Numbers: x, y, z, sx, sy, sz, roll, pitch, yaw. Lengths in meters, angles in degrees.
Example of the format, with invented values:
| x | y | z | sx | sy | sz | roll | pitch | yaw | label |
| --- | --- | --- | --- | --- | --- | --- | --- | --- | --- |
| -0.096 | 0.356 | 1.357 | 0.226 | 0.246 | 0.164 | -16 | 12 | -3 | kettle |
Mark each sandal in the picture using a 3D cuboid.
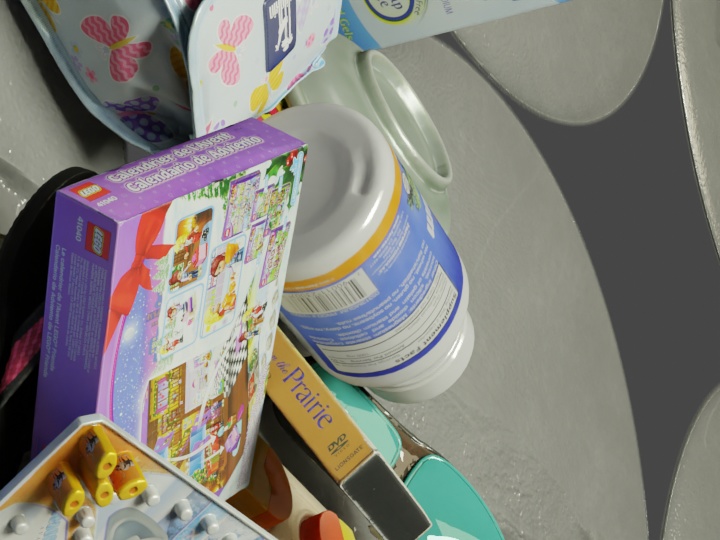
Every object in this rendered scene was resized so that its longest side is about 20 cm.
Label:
| x | y | z | sx | sy | sz | roll | pitch | yaw | label |
| --- | --- | --- | --- | --- | --- | --- | --- | --- | --- |
| -0.148 | 0.047 | 0.741 | 0.075 | 0.045 | 0.202 | 57 | 45 | -57 | sandal |

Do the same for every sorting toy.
| x | y | z | sx | sy | sz | roll | pitch | yaw | label |
| --- | --- | --- | --- | --- | --- | --- | --- | --- | --- |
| -0.040 | 0.177 | 0.940 | 0.185 | 0.036 | 0.201 | 50 | 18 | -37 | sorting toy |

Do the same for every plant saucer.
| x | y | z | sx | sy | sz | roll | pitch | yaw | label |
| --- | --- | --- | --- | --- | --- | --- | --- | --- | --- |
| 0.015 | -0.093 | 1.098 | 0.201 | 0.050 | 0.201 | 51 | 19 | -24 | plant saucer |

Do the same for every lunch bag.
| x | y | z | sx | sy | sz | roll | pitch | yaw | label |
| --- | --- | --- | --- | --- | --- | --- | --- | --- | --- |
| -0.097 | -0.179 | 0.909 | 0.170 | 0.126 | 0.201 | -44 | 113 | -44 | lunch bag |

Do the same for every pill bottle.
| x | y | z | sx | sy | sz | roll | pitch | yaw | label |
| --- | --- | --- | --- | --- | --- | --- | --- | --- | --- |
| 0.000 | 0.000 | 0.957 | 0.200 | 0.111 | 0.113 | 52 | 40 | -53 | pill bottle |

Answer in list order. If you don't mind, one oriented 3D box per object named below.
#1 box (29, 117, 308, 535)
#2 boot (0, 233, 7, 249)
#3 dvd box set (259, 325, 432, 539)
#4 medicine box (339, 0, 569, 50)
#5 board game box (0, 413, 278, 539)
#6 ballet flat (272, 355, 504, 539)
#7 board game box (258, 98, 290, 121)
| x | y | z | sx | sy | sz | roll | pitch | yaw | label |
| --- | --- | --- | --- | --- | --- | --- | --- | --- | --- |
| -0.093 | 0.040 | 0.759 | 0.136 | 0.039 | 0.202 | -28 | 137 | -52 | box |
| -0.217 | 0.051 | 0.733 | 0.199 | 0.071 | 0.157 | 21 | 65 | -52 | boot |
| -0.042 | 0.059 | 0.902 | 0.200 | 0.029 | 0.147 | 49 | -5 | 26 | dvd box set |
| 0.055 | -0.271 | 1.137 | 0.103 | 0.198 | 0.184 | -50 | 124 | -51 | medicine box |
| -0.131 | 0.182 | 0.748 | 0.200 | 0.200 | 0.026 | 44 | 3 | -44 | board game box |
| 0.017 | 0.134 | 1.049 | 0.200 | 0.068 | 0.068 | 49 | 60 | -6 | ballet flat |
| -0.054 | -0.044 | 1.046 | 0.200 | 0.047 | 0.103 | 42 | 49 | -47 | board game box |
